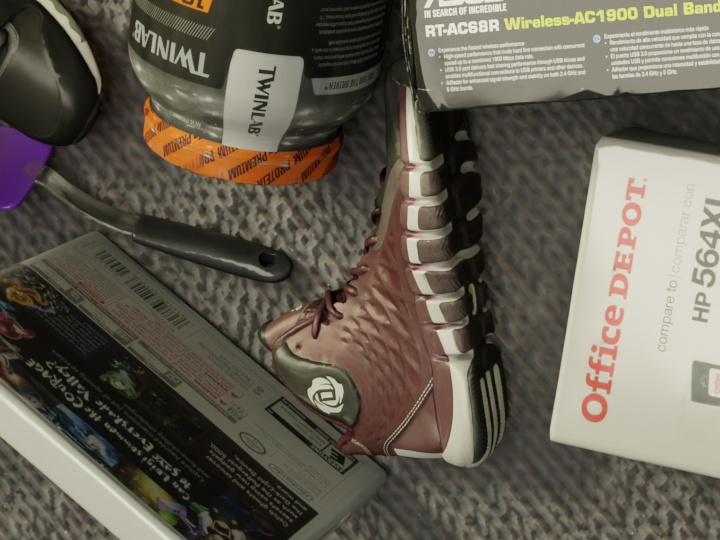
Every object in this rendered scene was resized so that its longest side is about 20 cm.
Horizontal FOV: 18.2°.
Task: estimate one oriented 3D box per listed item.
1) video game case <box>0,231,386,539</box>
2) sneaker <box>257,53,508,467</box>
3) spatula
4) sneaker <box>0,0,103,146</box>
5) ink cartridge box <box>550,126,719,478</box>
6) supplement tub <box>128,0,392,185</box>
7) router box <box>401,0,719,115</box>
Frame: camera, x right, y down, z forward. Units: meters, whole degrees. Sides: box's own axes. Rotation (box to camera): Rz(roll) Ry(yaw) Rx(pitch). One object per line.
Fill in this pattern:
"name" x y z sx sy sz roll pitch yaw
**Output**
"video game case" -0.098 0.067 1.063 0.200 0.182 0.023 40 113 9
"sneaker" 0.000 0.000 1.084 0.115 0.076 0.201 -6 95 20
"spatula" -0.128 -0.031 1.139 0.199 0.057 0.021 20 144 7
"sneaker" -0.220 -0.126 1.119 0.200 0.088 0.076 43 126 10
"ink cartridge box" 0.197 0.024 1.020 0.199 0.084 0.147 11 99 15
"supplement tub" -0.042 -0.149 1.041 0.122 0.123 0.201 16 113 14
"router box" 0.133 -0.111 0.989 0.199 0.150 0.062 -4 96 17
